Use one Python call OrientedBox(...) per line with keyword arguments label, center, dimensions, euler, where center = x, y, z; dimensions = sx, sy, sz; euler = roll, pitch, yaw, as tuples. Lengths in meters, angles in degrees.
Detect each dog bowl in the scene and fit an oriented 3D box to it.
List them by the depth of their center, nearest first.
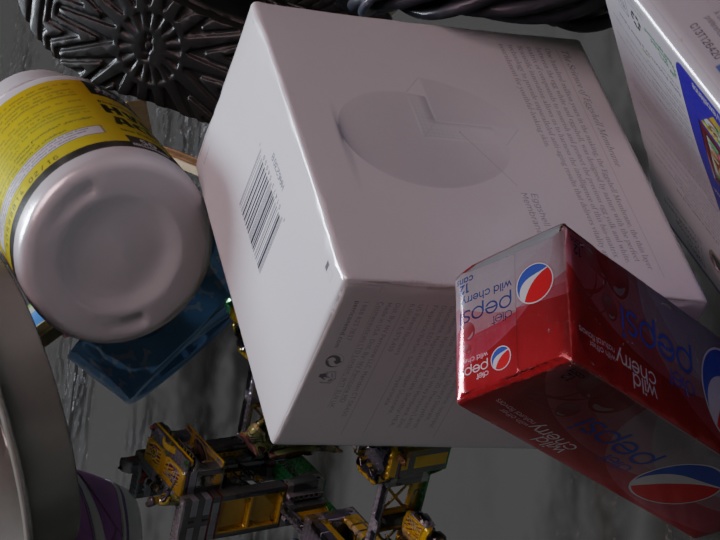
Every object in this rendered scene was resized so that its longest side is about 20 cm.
OrientedBox(label="dog bowl", center=(-0.099, 0.012, 1.194), dimensions=(0.050, 0.111, 0.200), euler=(49, 125, 2))

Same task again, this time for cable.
OrientedBox(label="cable", center=(0.080, -0.158, 1.089), dimensions=(0.162, 0.199, 0.051), euler=(22, 117, 38))

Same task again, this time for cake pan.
OrientedBox(label="cake pan", center=(-0.204, 0.074, 1.082), dimensions=(0.200, 0.036, 0.202), euler=(49, 148, 46))

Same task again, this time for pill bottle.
OrientedBox(label="pill bottle", center=(-0.165, -0.047, 1.118), dimensions=(0.112, 0.111, 0.200), euler=(-54, 33, 6))

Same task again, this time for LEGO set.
OrientedBox(label="LEGO set", center=(-0.052, 0.104, 1.067), dimensions=(0.200, 0.115, 0.155), euler=(48, 131, 40))

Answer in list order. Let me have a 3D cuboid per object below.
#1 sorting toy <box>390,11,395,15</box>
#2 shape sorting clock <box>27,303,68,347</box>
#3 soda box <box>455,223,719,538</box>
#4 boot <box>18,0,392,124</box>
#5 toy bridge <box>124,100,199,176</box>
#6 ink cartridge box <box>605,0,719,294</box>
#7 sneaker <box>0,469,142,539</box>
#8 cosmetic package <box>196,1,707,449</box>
OrientedBox(label="sorting toy", center=(-0.038, -0.248, 1.248), dimensions=(0.185, 0.200, 0.036), euler=(-39, 1, 20))
OrientedBox(label="shape sorting clock", center=(-0.171, 0.018, 1.244), dimensions=(0.199, 0.039, 0.200), euler=(-37, 7, 6))
OrientedBox(label="soda box", center=(0.126, 0.057, 0.892), dimensions=(0.063, 0.199, 0.071), euler=(-23, 52, 34))
OrientedBox(label="boot", center=(-0.089, -0.149, 1.171), dimensions=(0.210, 0.158, 0.080), euler=(30, 117, 12))
OrientedBox(label="toy bridge", center=(-0.074, -0.095, 1.276), dimensions=(0.198, 0.027, 0.068), euler=(-9, 93, 27))
OrientedBox(label="ink cartridge box", center=(0.182, -0.045, 0.918), dimensions=(0.047, 0.201, 0.198), euler=(-29, 47, 0))
OrientedBox(label="sneaker", center=(-0.181, 0.202, 1.169), dimensions=(0.072, 0.114, 0.201), euler=(-38, 47, 19))
OrientedBox(label="cosmetic package", center=(0.039, -0.021, 1.002), dimensions=(0.123, 0.198, 0.200), euler=(114, 149, -41))
